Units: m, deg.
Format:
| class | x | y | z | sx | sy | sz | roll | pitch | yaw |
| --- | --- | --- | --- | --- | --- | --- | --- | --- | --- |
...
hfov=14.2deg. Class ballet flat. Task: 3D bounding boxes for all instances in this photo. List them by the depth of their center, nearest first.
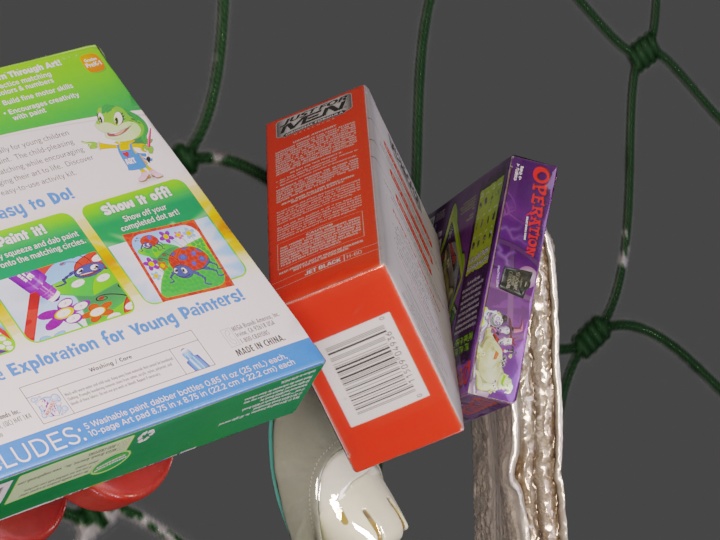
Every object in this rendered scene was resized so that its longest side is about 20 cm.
| class | x | y | z | sx | sy | sz | roll | pitch | yaw |
| --- | --- | --- | --- | --- | --- | --- | --- | --- | --- |
| ballet flat | 0.002 | 0.152 | 1.498 | 0.067 | 0.063 | 0.201 | -18 | 103 | -46 |

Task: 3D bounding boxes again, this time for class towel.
| class | x | y | z | sx | sy | sz | roll | pitch | yaw |
| --- | --- | --- | --- | --- | --- | --- | --- | --- | --- |
| towel | 0.081 | 0.071 | 1.548 | 0.034 | 0.133 | 0.201 | -3 | 93 | -8 |

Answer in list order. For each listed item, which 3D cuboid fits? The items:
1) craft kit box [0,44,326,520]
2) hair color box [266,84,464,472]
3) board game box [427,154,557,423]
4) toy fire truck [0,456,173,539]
| class | x | y | z | sx | sy | sz | roll | pitch | yaw |
| --- | --- | --- | --- | --- | --- | --- | --- | --- | --- |
| craft kit box | -0.148 | 0.003 | 1.247 | 0.199 | 0.049 | 0.198 | -17 | 64 | -39 |
| hair color box | 0.000 | 0.000 | 1.418 | 0.200 | 0.061 | 0.102 | -93 | 159 | -63 |
| board game box | 0.055 | 0.017 | 1.474 | 0.032 | 0.200 | 0.121 | 16 | 80 | -8 |
| toy fire truck | -0.137 | 0.023 | 1.326 | 0.200 | 0.112 | 0.169 | -31 | 94 | -44 |
